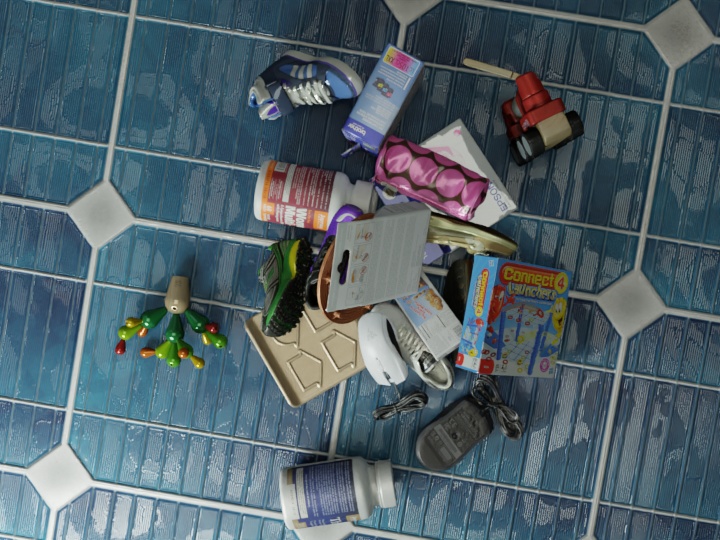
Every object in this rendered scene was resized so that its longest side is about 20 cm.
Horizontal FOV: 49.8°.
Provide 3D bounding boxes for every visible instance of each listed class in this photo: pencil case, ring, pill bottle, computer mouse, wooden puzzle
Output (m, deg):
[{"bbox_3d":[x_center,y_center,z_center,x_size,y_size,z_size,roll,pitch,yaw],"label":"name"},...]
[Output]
[{"bbox_3d":[0.122,-0.155,1.351,0.200,0.091,0.094,22,58,4],"label":"pencil case"},{"bbox_3d":[0.000,0.000,1.317,0.019,0.200,0.201,23,92,32],"label":"ring"},{"bbox_3d":[-0.082,-0.128,1.383,0.200,0.110,0.110,10,92,1],"label":"pill bottle"},{"bbox_3d":[-0.038,0.395,1.393,0.200,0.111,0.111,-9,91,2],"label":"pill bottle"},{"bbox_3d":[0.186,0.292,1.420,0.200,0.053,0.139,-31,92,-9],"label":"computer mouse"},{"bbox_3d":[-0.083,0.124,1.424,0.200,0.046,0.185,-30,91,-3],"label":"wooden puzzle"},{"bbox_3d":[0.042,0.171,1.372,0.110,0.044,0.200,-16,103,26],"label":"computer mouse"}]

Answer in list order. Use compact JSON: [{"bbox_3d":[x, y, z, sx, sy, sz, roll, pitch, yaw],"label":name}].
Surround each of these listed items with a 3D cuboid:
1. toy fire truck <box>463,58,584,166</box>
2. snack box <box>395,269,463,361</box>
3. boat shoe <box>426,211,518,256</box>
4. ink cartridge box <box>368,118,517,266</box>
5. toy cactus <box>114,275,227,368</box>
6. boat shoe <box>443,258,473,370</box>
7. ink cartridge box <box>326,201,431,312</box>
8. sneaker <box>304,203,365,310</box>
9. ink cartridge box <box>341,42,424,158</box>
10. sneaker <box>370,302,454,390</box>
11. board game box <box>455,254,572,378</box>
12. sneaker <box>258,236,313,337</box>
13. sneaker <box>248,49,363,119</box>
[{"bbox_3d":[0.271,-0.289,1.338,0.129,0.176,0.200,-25,90,2],"label":"toy fire truck"},{"bbox_3d":[0.111,0.061,1.383,0.072,0.024,0.200,-35,64,2],"label":"snack box"},{"bbox_3d":[0.174,-0.055,1.362,0.200,0.073,0.063,16,102,5],"label":"boat shoe"},{"bbox_3d":[0.150,-0.140,1.412,0.200,0.043,0.197,-34,91,0],"label":"ink cartridge box"},{"bbox_3d":[-0.343,0.092,1.410,0.200,0.102,0.165,3,82,10],"label":"toy cactus"},{"bbox_3d":[0.200,0.080,1.406,0.074,0.076,0.200,1,82,-26],"label":"boat shoe"},{"bbox_3d":[0.022,-0.025,1.291,0.200,0.047,0.160,-10,120,-37],"label":"ink cartridge box"},{"bbox_3d":[-0.044,-0.013,1.316,0.069,0.100,0.200,24,117,5],"label":"sneaker"},{"bbox_3d":[0.033,-0.279,1.363,0.076,0.136,0.200,27,91,2],"label":"ink cartridge box"},{"bbox_3d":[0.097,0.134,1.400,0.200,0.081,0.076,44,93,1],"label":"sneaker"},{"bbox_3d":[0.271,0.083,1.353,0.200,0.056,0.196,8,92,-37],"label":"board game box"},{"bbox_3d":[-0.143,0.032,1.380,0.085,0.078,0.200,-5,51,23],"label":"sneaker"},{"bbox_3d":[-0.106,-0.303,1.351,0.200,0.081,0.147,27,70,35],"label":"sneaker"}]
